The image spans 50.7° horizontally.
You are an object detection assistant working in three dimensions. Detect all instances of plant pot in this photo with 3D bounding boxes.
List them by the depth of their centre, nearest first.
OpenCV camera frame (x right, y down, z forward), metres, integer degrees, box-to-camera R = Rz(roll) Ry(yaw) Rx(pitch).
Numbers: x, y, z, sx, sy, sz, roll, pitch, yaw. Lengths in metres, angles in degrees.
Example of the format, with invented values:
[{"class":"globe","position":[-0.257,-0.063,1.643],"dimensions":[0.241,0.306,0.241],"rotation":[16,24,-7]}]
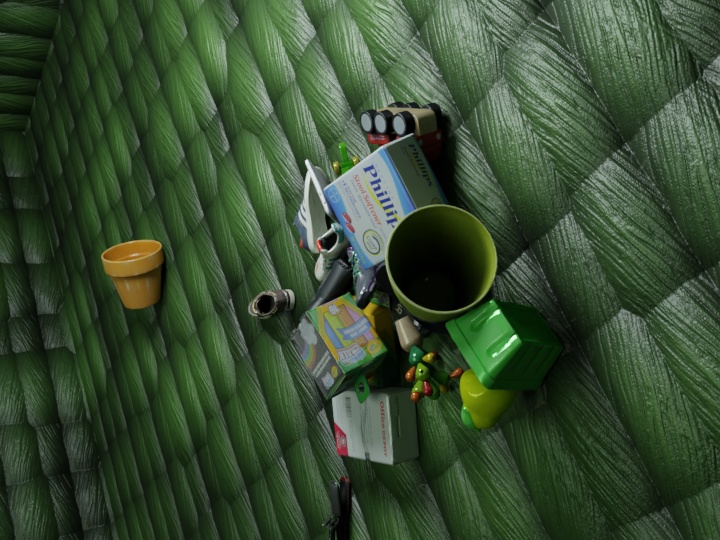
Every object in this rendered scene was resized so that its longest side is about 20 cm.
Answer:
[{"class":"plant pot","position":[0.130,0.013,1.328],"dimensions":[0.201,0.184,0.190],"rotation":[93,160,-70]},{"class":"plant pot","position":[-0.748,0.019,2.543],"dimensions":[0.199,0.198,0.187],"rotation":[21,124,49]}]

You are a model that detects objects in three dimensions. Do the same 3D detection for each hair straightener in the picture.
[{"class":"hair straightener","position":[-0.064,0.591,1.785],"dimensions":[0.041,0.076,0.205],"rotation":[13,102,48]}]

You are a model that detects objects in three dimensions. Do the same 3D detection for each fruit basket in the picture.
[{"class":"fruit basket","position":[0.224,0.162,1.290],"dimensions":[0.157,0.213,0.217],"rotation":[59,134,30]}]

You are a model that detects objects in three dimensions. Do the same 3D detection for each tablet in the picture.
[{"class":"tablet","position":[-0.057,-0.147,1.593],"dimensions":[0.013,0.200,0.132],"rotation":[-26,72,10]}]

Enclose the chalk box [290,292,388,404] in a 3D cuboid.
[{"class":"chalk box","position":[-0.032,0.174,1.566],"dimensions":[0.202,0.122,0.125],"rotation":[56,144,16]}]

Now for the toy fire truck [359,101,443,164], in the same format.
[{"class":"toy fire truck","position":[0.078,-0.225,1.532],"dimensions":[0.175,0.127,0.204],"rotation":[19,125,53]}]

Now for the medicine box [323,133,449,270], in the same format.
[{"class":"medicine box","position":[0.054,-0.128,1.454],"dimensions":[0.199,0.102,0.185],"rotation":[-29,89,48]}]

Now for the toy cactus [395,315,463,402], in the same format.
[{"class":"toy cactus","position":[0.120,0.166,1.454],"dimensions":[0.101,0.200,0.167],"rotation":[-27,82,16]}]

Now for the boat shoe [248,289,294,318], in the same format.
[{"class":"boat shoe","position":[-0.248,0.089,1.998],"dimensions":[0.198,0.059,0.073],"rotation":[-13,83,51]}]

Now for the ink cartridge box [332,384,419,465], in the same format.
[{"class":"ink cartridge box","position":[0.031,0.328,1.640],"dimensions":[0.198,0.082,0.149],"rotation":[-6,88,51]}]

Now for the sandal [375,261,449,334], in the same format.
[{"class":"sandal","position":[0.108,0.062,1.459],"dimensions":[0.076,0.199,0.043],"rotation":[-50,10,29]}]

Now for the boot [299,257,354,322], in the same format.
[{"class":"boot","position":[-0.061,0.058,1.738],"dimensions":[0.076,0.200,0.169],"rotation":[35,90,6]}]

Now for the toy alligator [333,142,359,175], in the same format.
[{"class":"toy alligator","position":[-0.017,-0.185,1.696],"dimensions":[0.054,0.058,0.204],"rotation":[62,-167,-79]}]

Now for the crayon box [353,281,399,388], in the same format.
[{"class":"crayon box","position":[0.016,0.137,1.632],"dimensions":[0.125,0.051,0.204],"rotation":[18,122,50]}]

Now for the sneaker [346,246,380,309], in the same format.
[{"class":"sneaker","position":[0.000,0.000,1.573],"dimensions":[0.201,0.086,0.075],"rotation":[-69,4,-52]}]

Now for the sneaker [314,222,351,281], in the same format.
[{"class":"sneaker","position":[-0.074,-0.048,1.741],"dimensions":[0.200,0.092,0.071],"rotation":[-51,55,40]}]

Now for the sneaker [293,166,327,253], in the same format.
[{"class":"sneaker","position":[-0.124,-0.145,1.812],"dimensions":[0.084,0.074,0.205],"rotation":[8,99,46]}]

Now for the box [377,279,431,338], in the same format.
[{"class":"box","position":[0.120,0.011,1.538],"dimensions":[0.161,0.043,0.202],"rotation":[52,130,36]}]
